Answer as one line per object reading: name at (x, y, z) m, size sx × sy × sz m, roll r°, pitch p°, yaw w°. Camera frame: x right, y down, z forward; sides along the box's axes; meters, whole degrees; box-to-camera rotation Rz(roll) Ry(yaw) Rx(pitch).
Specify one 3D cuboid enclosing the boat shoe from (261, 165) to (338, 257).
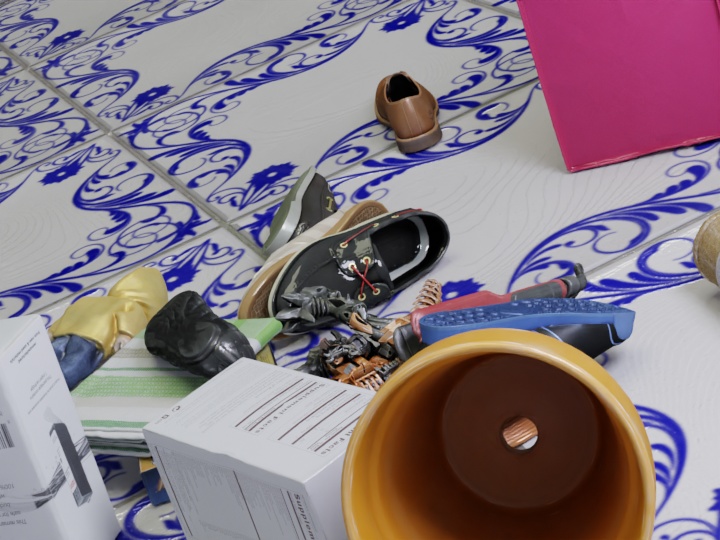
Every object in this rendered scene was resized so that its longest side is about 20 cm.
boat shoe at (-0.053, -0.047, 1.966) m, size 0.072 × 0.060 × 0.201 m, roll -55°, pitch 7°, yaw 21°

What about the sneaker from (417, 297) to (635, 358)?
sneaker at (0.128, 0.067, 1.511) m, size 0.198 × 0.079 × 0.070 m, roll -5°, pitch 13°, yaw -29°

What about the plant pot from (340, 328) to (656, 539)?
plant pot at (0.100, 0.127, 1.301) m, size 0.198 × 0.202 × 0.183 m, roll -14°, pitch 7°, yaw 13°

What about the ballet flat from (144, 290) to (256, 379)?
ballet flat at (-0.141, 0.062, 1.666) m, size 0.067 × 0.057 × 0.200 m, roll -48°, pitch 22°, yaw -4°

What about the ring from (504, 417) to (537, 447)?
ring at (0.082, 0.100, 1.573) m, size 0.199 × 0.019 × 0.201 m, roll -17°, pitch 22°, yaw 7°

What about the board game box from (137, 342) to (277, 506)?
board game box at (-0.129, 0.120, 1.673) m, size 0.134 × 0.035 × 0.200 m, roll -20°, pitch 23°, yaw -2°

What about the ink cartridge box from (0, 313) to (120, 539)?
ink cartridge box at (-0.293, 0.149, 1.527) m, size 0.143 × 0.202 × 0.084 m, roll -9°, pitch 21°, yaw 22°

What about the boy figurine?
boy figurine at (-0.256, 0.064, 1.867) m, size 0.123 × 0.065 × 0.200 m, roll -3°, pitch 27°, yaw 34°

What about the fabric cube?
fabric cube at (0.286, -0.244, 1.957) m, size 0.198 × 0.198 × 0.200 m, roll -11°, pitch 24°, yaw 18°

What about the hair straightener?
hair straightener at (0.106, 0.034, 1.578) m, size 0.199 × 0.041 × 0.077 m, roll -22°, pitch -13°, yaw -34°

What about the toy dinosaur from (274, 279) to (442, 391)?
toy dinosaur at (0.010, 0.073, 1.588) m, size 0.135 × 0.103 × 0.200 m, roll 13°, pitch 18°, yaw 28°

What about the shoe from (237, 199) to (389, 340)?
shoe at (-0.048, 0.003, 1.833) m, size 0.200 × 0.070 × 0.053 m, roll -39°, pitch 19°, yaw -34°

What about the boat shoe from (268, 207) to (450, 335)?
boat shoe at (-0.001, -0.003, 1.798) m, size 0.201 × 0.074 × 0.063 m, roll -30°, pitch 17°, yaw -35°

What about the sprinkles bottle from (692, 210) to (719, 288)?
sprinkles bottle at (0.325, 0.011, 1.515) m, size 0.068 × 0.069 × 0.200 m, roll -21°, pitch 22°, yaw -5°

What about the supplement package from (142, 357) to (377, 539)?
supplement package at (-0.048, 0.152, 1.435) m, size 0.109 × 0.115 × 0.199 m, roll -35°, pitch 28°, yaw -31°

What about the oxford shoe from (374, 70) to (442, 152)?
oxford shoe at (0.050, -0.198, 2.209) m, size 0.071 × 0.072 × 0.200 m, roll -22°, pitch 21°, yaw -2°

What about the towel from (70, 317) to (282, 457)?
towel at (-0.172, 0.100, 1.683) m, size 0.148 × 0.031 × 0.200 m, roll 0°, pitch 27°, yaw 34°
